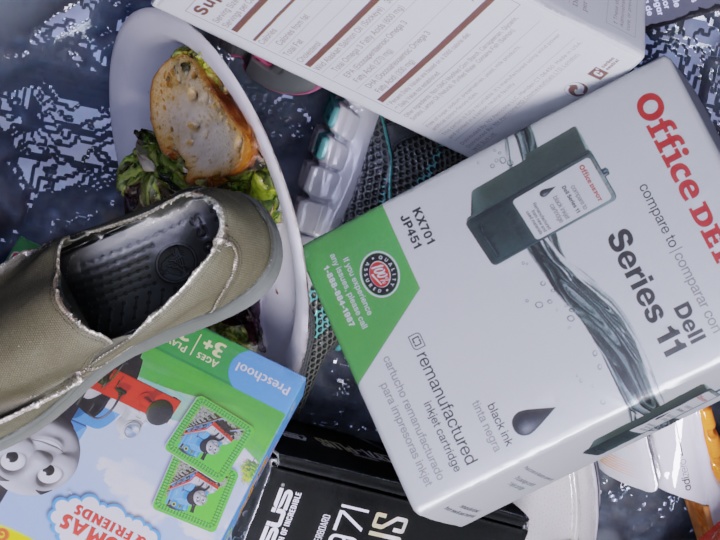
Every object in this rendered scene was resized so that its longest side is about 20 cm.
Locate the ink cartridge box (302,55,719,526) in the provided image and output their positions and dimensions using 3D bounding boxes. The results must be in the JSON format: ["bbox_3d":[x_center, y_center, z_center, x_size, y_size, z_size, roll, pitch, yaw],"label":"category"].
[{"bbox_3d":[0.095,0.012,0.905,0.200,0.083,0.147,-28,72,11],"label":"ink cartridge box"}]

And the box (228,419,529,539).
[{"bbox_3d":[-0.030,0.186,0.988,0.164,0.086,0.200,19,97,-32],"label":"box"}]

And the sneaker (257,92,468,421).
[{"bbox_3d":[0.000,0.000,1.010,0.091,0.078,0.200,19,97,-8],"label":"sneaker"}]

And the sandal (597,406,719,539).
[{"bbox_3d":[0.160,0.108,1.022,0.059,0.079,0.207,-18,99,-2],"label":"sandal"}]

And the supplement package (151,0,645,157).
[{"bbox_3d":[0.022,-0.154,0.904,0.200,0.117,0.117,24,53,-23],"label":"supplement package"}]

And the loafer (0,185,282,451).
[{"bbox_3d":[-0.131,0.015,0.826,0.200,0.070,0.075,-30,72,-2],"label":"loafer"}]

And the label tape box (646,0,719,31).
[{"bbox_3d":[0.204,-0.216,0.994,0.200,0.063,0.144,-16,97,1],"label":"label tape box"}]

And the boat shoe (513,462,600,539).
[{"bbox_3d":[0.090,0.168,1.031,0.071,0.070,0.200,9,96,-3],"label":"boat shoe"}]

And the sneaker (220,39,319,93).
[{"bbox_3d":[-0.070,-0.187,0.988,0.200,0.079,0.095,46,71,-6],"label":"sneaker"}]

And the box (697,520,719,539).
[{"bbox_3d":[0.185,0.206,0.971,0.095,0.100,0.200,31,138,-4],"label":"box"}]

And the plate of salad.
[{"bbox_3d":[-0.085,-0.030,0.944,0.048,0.200,0.200,-22,97,-26],"label":"plate of salad"}]

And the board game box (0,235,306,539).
[{"bbox_3d":[-0.135,0.103,0.862,0.151,0.037,0.200,26,68,3],"label":"board game box"}]
